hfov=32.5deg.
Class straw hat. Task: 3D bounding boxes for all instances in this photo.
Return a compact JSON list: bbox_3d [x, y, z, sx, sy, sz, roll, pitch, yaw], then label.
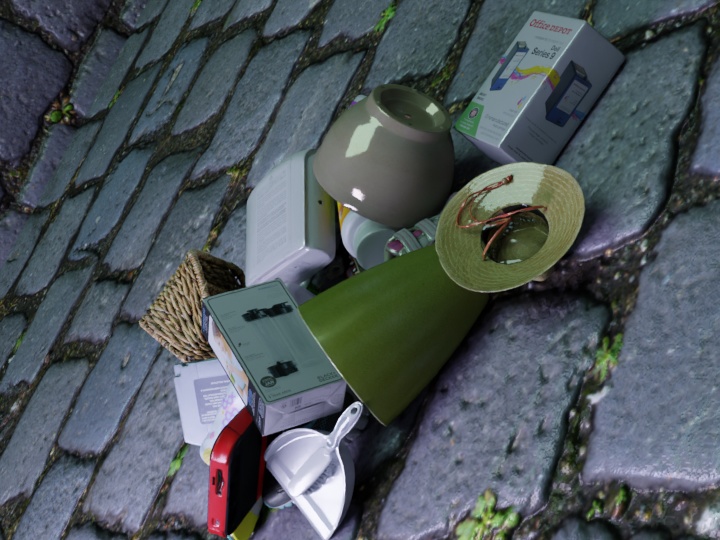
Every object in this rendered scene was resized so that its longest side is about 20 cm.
[{"bbox_3d":[0.193,-0.033,1.481,0.201,0.085,0.201,-20,45,21],"label":"straw hat"}]

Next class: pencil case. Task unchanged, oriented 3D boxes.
[{"bbox_3d":[-0.149,0.180,1.677,0.091,0.083,0.200,-48,-19,-80],"label":"pencil case"}]

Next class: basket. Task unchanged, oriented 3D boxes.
[{"bbox_3d":[-0.217,0.074,1.914,0.143,0.200,0.149,36,91,21],"label":"basket"}]

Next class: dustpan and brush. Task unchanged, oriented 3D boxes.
[{"bbox_3d":[-0.043,0.228,1.523,0.140,0.057,0.200,48,116,22],"label":"dustpan and brush"}]

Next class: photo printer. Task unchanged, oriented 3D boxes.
[{"bbox_3d":[-0.107,-0.077,1.869,0.166,0.069,0.201,-34,47,40],"label":"photo printer"}]

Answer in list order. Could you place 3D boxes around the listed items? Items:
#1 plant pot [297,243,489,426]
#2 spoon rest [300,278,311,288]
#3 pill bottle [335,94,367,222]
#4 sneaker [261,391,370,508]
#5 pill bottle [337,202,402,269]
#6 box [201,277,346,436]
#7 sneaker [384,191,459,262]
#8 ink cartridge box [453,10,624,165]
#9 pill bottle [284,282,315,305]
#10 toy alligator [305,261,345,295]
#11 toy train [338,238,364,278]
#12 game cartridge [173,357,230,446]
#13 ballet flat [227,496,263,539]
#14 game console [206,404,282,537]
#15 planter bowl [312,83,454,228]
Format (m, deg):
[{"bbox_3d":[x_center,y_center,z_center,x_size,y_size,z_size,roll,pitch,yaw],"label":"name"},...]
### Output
[{"bbox_3d":[0.056,0.060,1.544,0.200,0.187,0.187,-37,29,1],"label":"plant pot"},{"bbox_3d":[-0.103,-0.007,1.984,0.099,0.061,0.200,-28,25,40],"label":"spoon rest"},{"bbox_3d":[-0.016,-0.170,1.951,0.200,0.104,0.104,-56,27,2],"label":"pill bottle"},{"bbox_3d":[-0.079,0.227,1.642,0.200,0.091,0.078,-52,28,9],"label":"sneaker"},{"bbox_3d":[0.022,-0.085,1.793,0.109,0.109,0.200,-43,30,23],"label":"pill bottle"},{"bbox_3d":[-0.113,0.106,1.571,0.200,0.116,0.060,53,148,38],"label":"box"},{"bbox_3d":[0.084,-0.026,1.654,0.200,0.088,0.081,-57,28,-3],"label":"sneaker"},{"bbox_3d":[0.235,-0.236,1.640,0.200,0.087,0.145,-53,27,2],"label":"ink cartridge box"},{"bbox_3d":[-0.132,0.124,1.812,0.200,0.113,0.113,-48,29,16],"label":"pill bottle"},{"bbox_3d":[-0.094,0.062,1.876,0.200,0.059,0.054,-41,31,27],"label":"toy alligator"},{"bbox_3d":[0.000,0.000,1.813,0.046,0.034,0.200,-38,31,10],"label":"toy train"},{"bbox_3d":[-0.165,0.184,1.750,0.199,0.134,0.042,-9,5,20],"label":"game cartridge"},{"bbox_3d":[-0.164,0.298,1.740,0.067,0.067,0.200,-28,32,8],"label":"ballet flat"},{"bbox_3d":[-0.142,0.238,1.616,0.177,0.031,0.200,-52,-22,-45],"label":"game console"},{"bbox_3d":[0.048,-0.172,1.708,0.200,0.200,0.135,-98,26,-52],"label":"planter bowl"}]
